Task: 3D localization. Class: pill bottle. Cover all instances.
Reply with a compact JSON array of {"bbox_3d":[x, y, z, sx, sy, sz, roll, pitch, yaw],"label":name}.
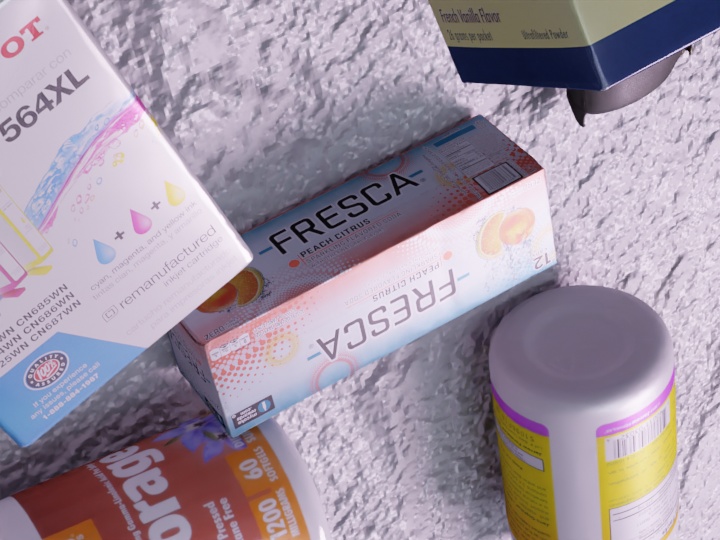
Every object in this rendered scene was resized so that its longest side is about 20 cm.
[{"bbox_3d":[0.134,0.113,1.060,0.104,0.104,0.201,-26,133,-18],"label":"pill bottle"},{"bbox_3d":[-0.122,0.151,0.897,0.199,0.112,0.113,-22,131,-22],"label":"pill bottle"}]

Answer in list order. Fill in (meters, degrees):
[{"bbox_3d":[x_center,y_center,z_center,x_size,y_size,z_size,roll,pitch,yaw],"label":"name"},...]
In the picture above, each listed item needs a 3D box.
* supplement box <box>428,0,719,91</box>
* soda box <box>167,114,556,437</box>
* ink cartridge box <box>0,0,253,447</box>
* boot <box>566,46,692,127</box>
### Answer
[{"bbox_3d":[0.111,-0.207,0.741,0.199,0.134,0.200,-28,106,-16],"label":"supplement box"},{"bbox_3d":[0.000,0.000,0.912,0.199,0.064,0.069,-27,133,-16],"label":"soda box"},{"bbox_3d":[-0.160,-0.054,0.715,0.128,0.125,0.200,-40,136,-5],"label":"ink cartridge box"},{"bbox_3d":[0.175,-0.169,0.920,0.199,0.078,0.139,-25,138,-3],"label":"boot"}]
